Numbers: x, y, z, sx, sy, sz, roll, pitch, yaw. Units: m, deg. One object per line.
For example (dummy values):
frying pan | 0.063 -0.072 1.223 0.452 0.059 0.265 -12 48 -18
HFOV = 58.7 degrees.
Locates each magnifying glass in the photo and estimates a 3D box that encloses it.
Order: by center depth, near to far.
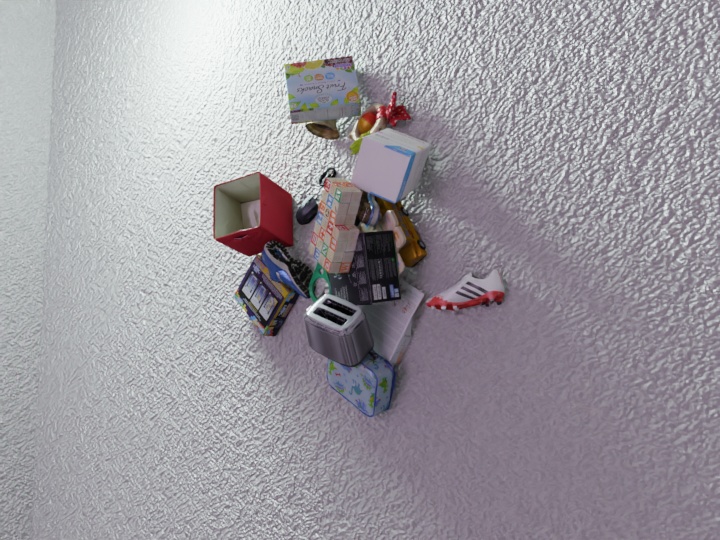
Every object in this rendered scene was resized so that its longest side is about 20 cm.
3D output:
magnifying glass | -0.103 -0.006 1.722 0.079 0.022 0.202 5 96 39

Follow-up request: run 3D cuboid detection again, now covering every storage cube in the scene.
storage cube | -0.315 -0.164 1.903 0.170 0.180 0.202 -13 68 24

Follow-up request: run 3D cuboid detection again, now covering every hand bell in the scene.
hand bell | -0.082 -0.494 1.858 0.104 0.104 0.202 7 76 40

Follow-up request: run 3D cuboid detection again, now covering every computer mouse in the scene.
computer mouse | -0.135 -0.220 1.884 0.059 0.034 0.201 45 112 36

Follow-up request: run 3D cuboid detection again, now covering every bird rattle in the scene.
bird rattle | 0.033 -0.397 1.727 0.201 0.112 0.163 -63 36 11

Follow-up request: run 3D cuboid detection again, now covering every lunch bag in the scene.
lunch bag | -0.002 0.273 1.653 0.199 0.082 0.162 31 126 40

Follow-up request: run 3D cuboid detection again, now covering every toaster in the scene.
toaster | -0.051 0.148 1.579 0.199 0.114 0.130 22 142 35

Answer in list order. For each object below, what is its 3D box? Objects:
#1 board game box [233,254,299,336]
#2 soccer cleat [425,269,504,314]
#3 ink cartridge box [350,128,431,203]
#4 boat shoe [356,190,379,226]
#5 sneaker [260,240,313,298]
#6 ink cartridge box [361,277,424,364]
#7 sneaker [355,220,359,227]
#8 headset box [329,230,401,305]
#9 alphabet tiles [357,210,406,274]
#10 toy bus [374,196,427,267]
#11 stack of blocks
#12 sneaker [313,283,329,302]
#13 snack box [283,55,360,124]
board game box | -0.289 0.075 1.961 0.200 0.057 0.166 45 111 35
soccer cleat | 0.245 0.049 1.509 0.199 0.068 0.086 -13 67 35
ink cartridge box | 0.082 -0.266 1.593 0.128 0.200 0.126 24 116 15
boat shoe | -0.007 -0.176 1.627 0.200 0.072 0.073 -123 51 -64
sneaker | -0.212 0.006 1.869 0.200 0.079 0.089 47 137 2
ink cartridge box | 0.075 0.116 1.659 0.162 0.050 0.201 34 99 38
sneaker | -0.054 -0.120 1.728 0.075 0.201 0.116 36 130 -3
headset box | 0.000 0.000 1.612 0.199 0.092 0.176 -11 86 56
alphabet tiles | 0.050 -0.056 1.626 0.200 0.015 0.197 -53 53 46
toy bus | 0.094 -0.107 1.645 0.065 0.078 0.201 -39 61 29
stack of blocks | -0.056 -0.109 1.547 0.115 0.058 0.201 44 127 47
sneaker | -0.048 0.047 1.745 0.200 0.081 0.075 -45 57 25
snack box | -0.107 -0.506 1.794 0.198 0.068 0.170 -8 66 -2
